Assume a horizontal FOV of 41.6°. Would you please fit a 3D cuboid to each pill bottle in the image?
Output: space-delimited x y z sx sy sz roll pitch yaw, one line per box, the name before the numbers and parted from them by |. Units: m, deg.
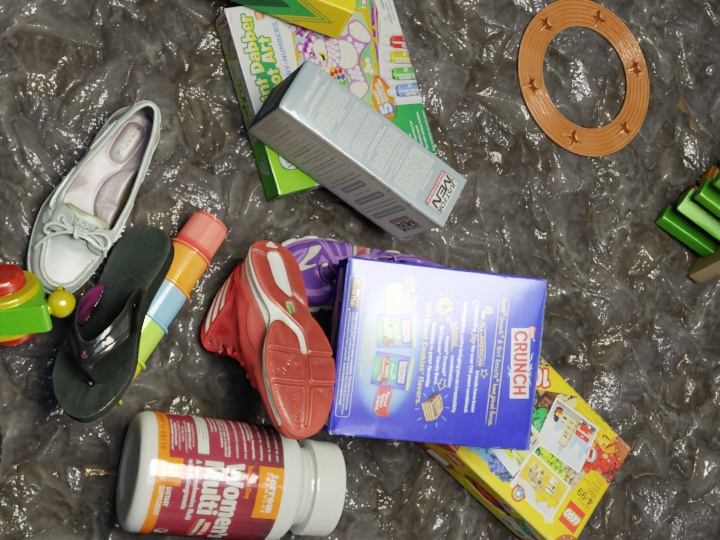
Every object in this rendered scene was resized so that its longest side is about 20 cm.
pill bottle | -0.121 0.198 0.897 0.199 0.109 0.110 11 80 -22

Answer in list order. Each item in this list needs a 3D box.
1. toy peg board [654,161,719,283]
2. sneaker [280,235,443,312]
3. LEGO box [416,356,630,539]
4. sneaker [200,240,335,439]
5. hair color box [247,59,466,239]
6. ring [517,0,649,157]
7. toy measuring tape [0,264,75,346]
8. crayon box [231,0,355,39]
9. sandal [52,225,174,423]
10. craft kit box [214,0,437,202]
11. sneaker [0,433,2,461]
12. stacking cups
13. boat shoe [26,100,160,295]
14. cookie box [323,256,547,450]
toy peg board | 0.469 -0.112 1.157 0.098 0.200 0.200 36 71 -1
sneaker | 0.000 0.000 0.988 0.199 0.083 0.081 0 84 -23
LEGO box | 0.178 0.189 1.049 0.200 0.077 0.149 44 69 -14
sneaker | -0.092 0.083 0.910 0.078 0.115 0.201 14 51 -35
hair color box | -0.004 -0.115 0.945 0.200 0.099 0.061 35 72 -17
ring | 0.283 -0.241 1.177 0.199 0.019 0.202 3 84 -23
toy measuring tape | -0.354 0.034 0.846 0.199 0.074 0.074 -6 86 -4
crayon box | -0.078 -0.361 0.981 0.172 0.058 0.201 17 67 -16
sandal | -0.228 0.038 0.852 0.075 0.048 0.201 4 58 14
craft kit box | -0.034 -0.195 1.017 0.197 0.048 0.201 -18 91 -22
sneaker | -0.354 0.099 0.792 0.079 0.074 0.201 -7 117 -15
stacking cups | -0.197 0.032 0.916 0.060 0.060 0.201 40 65 -15
boat shoe | -0.249 -0.070 0.893 0.074 0.065 0.203 33 75 -17
cookie box | 0.070 0.082 0.930 0.199 0.075 0.172 7 89 -9
